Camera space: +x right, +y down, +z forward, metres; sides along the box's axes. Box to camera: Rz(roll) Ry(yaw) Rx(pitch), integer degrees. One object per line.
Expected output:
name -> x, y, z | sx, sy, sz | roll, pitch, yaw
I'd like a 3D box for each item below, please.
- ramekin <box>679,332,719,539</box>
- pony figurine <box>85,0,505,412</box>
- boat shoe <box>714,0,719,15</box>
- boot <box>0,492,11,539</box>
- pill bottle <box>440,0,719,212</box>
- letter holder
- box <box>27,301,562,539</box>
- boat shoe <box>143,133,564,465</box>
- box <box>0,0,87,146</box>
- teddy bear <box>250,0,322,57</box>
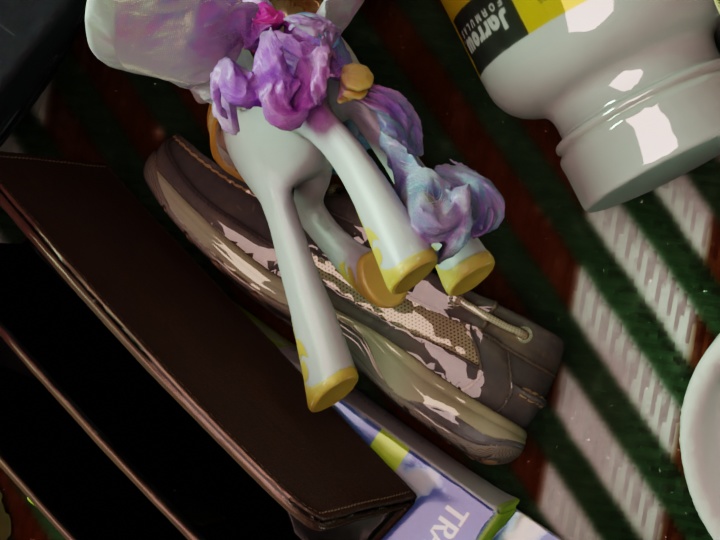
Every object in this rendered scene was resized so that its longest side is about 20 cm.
ramekin -> 0.229, 0.053, 1.095 | 0.199, 0.098, 0.201 | 14, 132, 16
pony figurine -> -0.026, -0.072, 1.115 | 0.166, 0.193, 0.201 | -23, 72, -29
boat shoe -> 0.171, -0.102, 1.108 | 0.072, 0.060, 0.201 | -19, 99, 25
boot -> -0.243, 0.063, 1.250 | 0.200, 0.107, 0.075 | 44, 106, 7
pill bottle -> 0.083, -0.131, 1.170 | 0.111, 0.111, 0.201 | -28, 82, 13
letter holder -> -0.095, 0.058, 1.152 | 0.101, 0.142, 0.200 | -46, 77, 10
box -> -0.029, 0.106, 1.231 | 0.200, 0.048, 0.122 | 35, 99, 13
boat shoe -> 0.000, 0.000, 1.219 | 0.200, 0.075, 0.073 | 37, 87, 5
box -> -0.204, -0.071, 1.156 | 0.117, 0.197, 0.200 | 36, 68, -4
teddy bear -> -0.069, -0.170, 1.231 | 0.199, 0.067, 0.146 | 28, 119, 21
